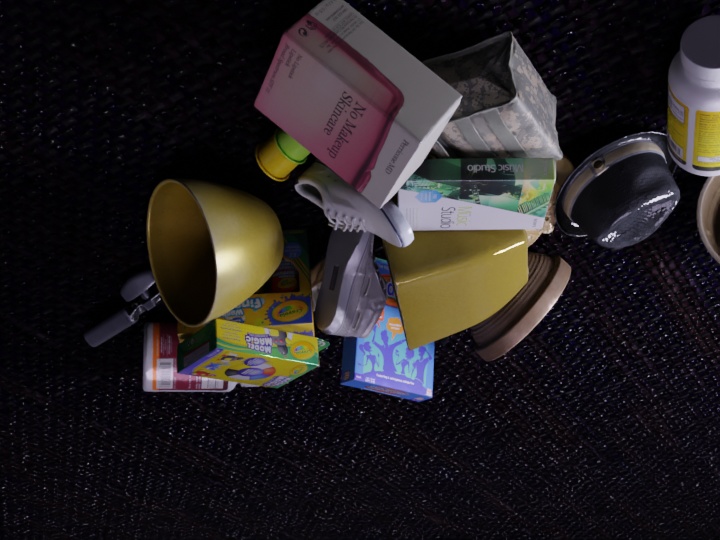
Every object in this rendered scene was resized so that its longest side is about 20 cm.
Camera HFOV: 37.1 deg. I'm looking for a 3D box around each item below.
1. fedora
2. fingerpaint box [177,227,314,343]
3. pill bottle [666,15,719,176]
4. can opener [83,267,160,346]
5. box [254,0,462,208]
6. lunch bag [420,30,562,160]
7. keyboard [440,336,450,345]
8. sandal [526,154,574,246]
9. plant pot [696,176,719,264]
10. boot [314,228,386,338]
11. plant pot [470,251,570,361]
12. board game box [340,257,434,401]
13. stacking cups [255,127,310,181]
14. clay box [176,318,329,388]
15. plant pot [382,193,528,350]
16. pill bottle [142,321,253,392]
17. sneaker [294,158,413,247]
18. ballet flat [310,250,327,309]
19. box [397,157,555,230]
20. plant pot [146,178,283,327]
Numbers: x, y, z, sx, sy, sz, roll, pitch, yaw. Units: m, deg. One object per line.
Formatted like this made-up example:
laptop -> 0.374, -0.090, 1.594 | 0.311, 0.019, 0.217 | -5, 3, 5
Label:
fedora -> 0.375, -0.097, 1.511 | 0.197, 0.092, 0.202 | -16, 142, -13
fingerpaint box -> -0.170, 0.030, 1.589 | 0.196, 0.170, 0.074 | -4, 148, -2
pill bottle -> 0.446, -0.221, 1.360 | 0.110, 0.114, 0.201 | -11, 147, 8
can opener -> -0.378, 0.052, 1.710 | 0.198, 0.054, 0.067 | -29, 108, 31
box -> -0.005, -0.195, 1.241 | 0.199, 0.109, 0.128 | 39, 140, 4
lunch bag -> 0.133, -0.190, 1.357 | 0.197, 0.120, 0.164 | -14, 151, 26
keyboard -> 0.147, 0.047, 1.702 | 0.039, 0.106, 0.200 | 13, 162, 15
sandal -> 0.267, -0.078, 1.586 | 0.076, 0.071, 0.213 | 3, 146, -14
plant pot -> 0.609, -0.059, 1.586 | 0.197, 0.204, 0.183 | -18, 157, 19
boot -> 0.000, 0.000, 1.586 | 0.094, 0.204, 0.073 | 13, -174, -40
plant pot -> 0.230, 0.037, 1.689 | 0.092, 0.201, 0.201 | 42, 134, -4
board game box -> 0.047, 0.090, 1.681 | 0.150, 0.204, 0.045 | 15, 157, -30
stacking cups -> -0.056, -0.193, 1.372 | 0.060, 0.061, 0.199 | 21, 136, -35
clay box -> -0.148, 0.123, 1.526 | 0.197, 0.049, 0.114 | 14, 150, -35
plant pot -> 0.133, -0.036, 1.529 | 0.196, 0.197, 0.197 | -14, 147, 2
pill bottle -> -0.264, 0.144, 1.793 | 0.196, 0.116, 0.115 | 2, 146, -12
sneaker -> -0.011, -0.079, 1.424 | 0.071, 0.199, 0.074 | -40, 141, -15
ballet flat -> -0.070, 0.029, 1.684 | 0.068, 0.064, 0.200 | -19, 163, -47
box -> 0.144, -0.096, 1.375 | 0.195, 0.037, 0.145 | -2, 157, 2
plant pot -> -0.191, -0.037, 1.493 | 0.140, 0.202, 0.200 | -14, 156, -36
